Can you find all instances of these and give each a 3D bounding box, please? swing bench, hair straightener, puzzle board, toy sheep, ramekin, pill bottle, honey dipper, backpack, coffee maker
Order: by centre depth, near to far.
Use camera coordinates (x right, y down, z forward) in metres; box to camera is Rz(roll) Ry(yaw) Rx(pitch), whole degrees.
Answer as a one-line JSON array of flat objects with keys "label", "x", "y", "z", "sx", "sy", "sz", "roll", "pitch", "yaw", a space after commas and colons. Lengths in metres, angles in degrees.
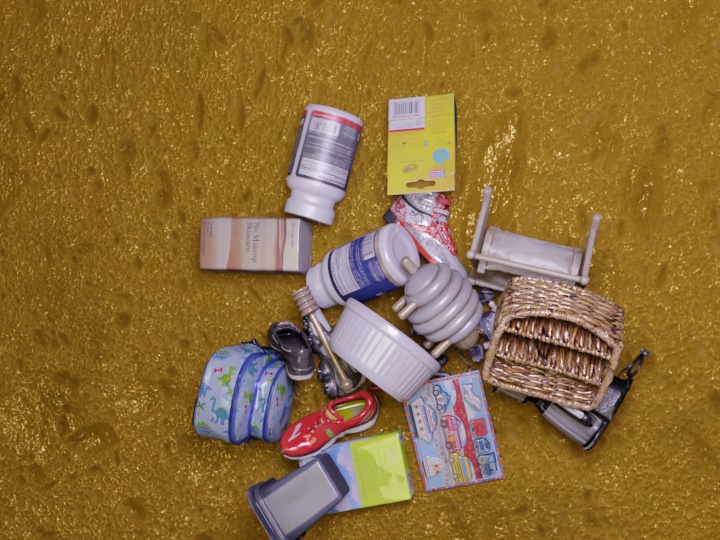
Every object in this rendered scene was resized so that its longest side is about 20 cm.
[{"label": "swing bench", "x": 0.287, "y": -0.020, "z": 1.390, "sx": 0.196, "sy": 0.201, "sz": 0.132, "roll": 14, "pitch": 70, "yaw": 13}, {"label": "toy sheep", "x": 0.132, "y": 0.057, "z": 1.392, "sx": 0.137, "sy": 0.138, "sz": 0.200, "roll": -39, "pitch": 109, "yaw": 8}, {"label": "ramekin", "x": 0.034, "y": 0.143, "z": 1.420, "sx": 0.201, "sy": 0.202, "sz": 0.095, "roll": 37, "pitch": 84, "yaw": 12}, {"label": "coffee maker", "x": 0.354, "y": 0.177, "z": 1.423, "sx": 0.199, "sy": 0.135, "sz": 0.193, "roll": 33, "pitch": 68, "yaw": 11}, {"label": "honey dipper", "x": -0.066, "y": 0.125, "z": 1.483, "sx": 0.038, "sy": 0.038, "sz": 0.202, "roll": -27, "pitch": 86, "yaw": 10}, {"label": "pill bottle", "x": 0.000, "y": 0.000, "z": 1.484, "sx": 0.198, "sy": 0.110, "sz": 0.113, "roll": -22, "pitch": 82, "yaw": 34}, {"label": "puzzle board", "x": 0.165, "y": 0.292, "z": 1.485, "sx": 0.148, "sy": 0.017, "sz": 0.203, "roll": -13, "pitch": 94, "yaw": 11}, {"label": "backpack", "x": -0.203, "y": 0.225, "z": 1.488, "sx": 0.145, "sy": 0.200, "sz": 0.186, "roll": 11, "pitch": 89, "yaw": 18}, {"label": "hair straightener", "x": 0.107, "y": 0.176, "z": 1.507, "sx": 0.197, "sy": 0.041, "sz": 0.078, "roll": -6, "pitch": 85, "yaw": 16}, {"label": "pill bottle", "x": -0.073, "y": -0.195, "z": 1.528, "sx": 0.114, "sy": 0.116, "sz": 0.203, "roll": 15, "pitch": 91, "yaw": 13}]

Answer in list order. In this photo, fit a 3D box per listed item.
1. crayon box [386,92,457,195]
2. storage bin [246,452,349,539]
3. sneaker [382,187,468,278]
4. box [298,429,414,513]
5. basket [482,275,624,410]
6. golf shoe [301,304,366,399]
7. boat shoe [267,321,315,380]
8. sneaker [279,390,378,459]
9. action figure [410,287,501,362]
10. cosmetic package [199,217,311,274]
[{"label": "crayon box", "x": 0.111, "y": -0.218, "z": 1.487, "sx": 0.125, "sy": 0.051, "sz": 0.203, "roll": -2, "pitch": 65, "yaw": 12}, {"label": "storage bin", "x": -0.092, "y": 0.397, "z": 1.423, "sx": 0.133, "sy": 0.200, "sz": 0.147, "roll": -34, "pitch": 80, "yaw": -1}, {"label": "sneaker", "x": 0.144, "y": -0.074, "z": 1.498, "sx": 0.201, "sy": 0.067, "sz": 0.108, "roll": 43, "pitch": 99, "yaw": 14}, {"label": "box", "x": -0.008, "y": 0.375, "z": 1.521, "sx": 0.197, "sy": 0.048, "sz": 0.124, "roll": -14, "pitch": 84, "yaw": 13}, {"label": "basket", "x": 0.307, "y": 0.113, "z": 1.297, "sx": 0.197, "sy": 0.143, "sz": 0.151, "roll": 17, "pitch": 63, "yaw": 4}, {"label": "golf shoe", "x": -0.052, "y": 0.134, "z": 1.539, "sx": 0.093, "sy": 0.078, "sz": 0.203, "roll": -18, "pitch": 84, "yaw": -8}, {"label": "boat shoe", "x": -0.123, "y": 0.127, "z": 1.494, "sx": 0.066, "sy": 0.200, "sz": 0.058, "roll": -3, "pitch": 113, "yaw": -19}, {"label": "sneaker", "x": -0.061, "y": 0.271, "z": 1.495, "sx": 0.198, "sy": 0.085, "sz": 0.078, "roll": -26, "pitch": 59, "yaw": -10}, {"label": "action figure", "x": 0.191, "y": 0.096, "z": 1.481, "sx": 0.196, "sy": 0.069, "sz": 0.132, "roll": 5, "pitch": 79, "yaw": 9}, {"label": "cosmetic package", "x": -0.198, "y": -0.046, "z": 1.562, "sx": 0.196, "sy": 0.087, "sz": 0.105, "roll": 0, "pitch": 86, "yaw": 12}]
